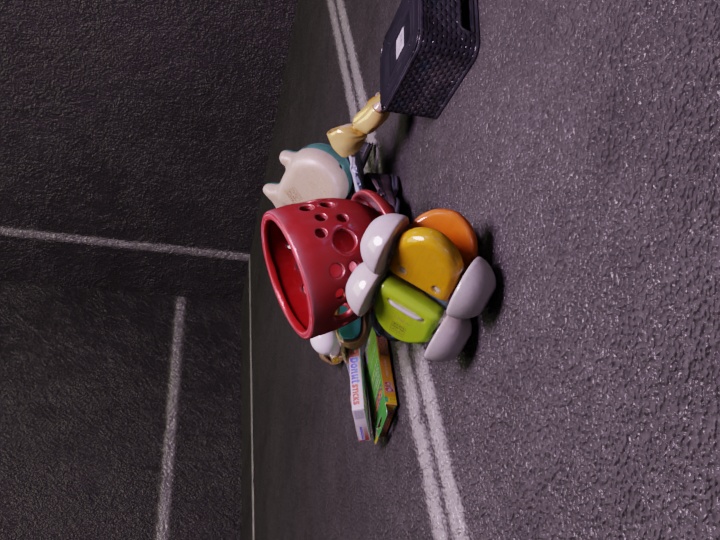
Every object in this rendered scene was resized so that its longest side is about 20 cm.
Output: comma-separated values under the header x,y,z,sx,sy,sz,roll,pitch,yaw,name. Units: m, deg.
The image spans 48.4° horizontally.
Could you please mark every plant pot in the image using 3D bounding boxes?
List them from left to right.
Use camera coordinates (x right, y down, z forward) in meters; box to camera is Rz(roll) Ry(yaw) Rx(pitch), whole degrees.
x,y,z,sx,sy,sz,roll,pitch,yaw,name
-0.034,-0.016,1.214,0.200,0.182,0.201,50,149,45,plant pot

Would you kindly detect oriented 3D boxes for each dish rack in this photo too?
x,y,z,sx,sy,sz,roll,pitch,yaw,name
-0.034,-0.175,1.716,0.200,0.054,0.154,110,-177,-61,dish rack

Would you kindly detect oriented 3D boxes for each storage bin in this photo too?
x,y,z,sx,sy,sz,roll,pitch,yaw,name
0.100,-0.340,1.230,0.200,0.093,0.136,125,149,-65,storage bin

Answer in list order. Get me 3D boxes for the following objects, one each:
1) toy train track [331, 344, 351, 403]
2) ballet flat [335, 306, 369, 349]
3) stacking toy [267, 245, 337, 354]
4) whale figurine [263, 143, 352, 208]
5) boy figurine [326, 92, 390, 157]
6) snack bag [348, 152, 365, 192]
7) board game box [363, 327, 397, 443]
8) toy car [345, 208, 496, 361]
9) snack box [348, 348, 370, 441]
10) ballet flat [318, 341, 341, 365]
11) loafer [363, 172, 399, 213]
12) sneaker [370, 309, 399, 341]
x,y,z,sx,sy,sz,roll,pitch,yaw,name
-0.034,0.177,1.527,0.115,0.032,0.201,-92,-10,-67,toy train track
-0.011,0.040,1.364,0.063,0.068,0.201,64,-150,-62,ballet flat
-0.078,0.052,1.442,0.146,0.146,0.201,130,127,-67,stacking toy
-0.101,-0.177,1.583,0.200,0.159,0.104,-22,22,42,whale figurine
0.023,-0.285,1.407,0.200,0.064,0.124,-44,15,19,boy figurine
0.000,-0.148,1.520,0.200,0.021,0.189,-94,-8,-60,snack bag
0.033,0.197,1.412,0.200,0.030,0.096,-94,15,-46,board game box
0.089,0.005,1.053,0.150,0.175,0.200,-49,-16,-44,toy car
-0.003,0.212,1.435,0.200,0.024,0.072,-96,-6,-61,snack box
-0.069,0.118,1.736,0.065,0.070,0.201,40,148,59,ballet flat
0.031,-0.117,1.414,0.200,0.063,0.072,-86,15,-59,loafer
0.055,0.079,1.305,0.200,0.073,0.082,-92,9,-72,sneaker
